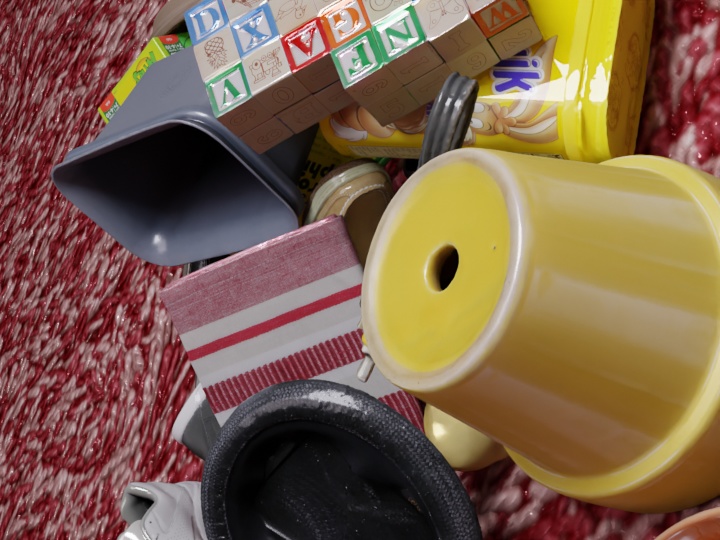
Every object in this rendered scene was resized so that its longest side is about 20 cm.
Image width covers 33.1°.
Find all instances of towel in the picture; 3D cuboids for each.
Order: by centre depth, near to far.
[{"bbox_3d":[-0.039,0.076,0.856,0.143,0.023,0.202,-21,99,14],"label":"towel"}]

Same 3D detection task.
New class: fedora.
[{"bbox_3d":[-0.005,0.161,0.806,0.198,0.091,0.203,3,97,20],"label":"fedora"}]

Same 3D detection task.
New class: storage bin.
[{"bbox_3d":[-0.109,-0.097,0.913,0.199,0.145,0.135,-11,45,46],"label":"storage bin"}]

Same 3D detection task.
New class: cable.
[{"bbox_3d":[0.047,-0.027,0.744,0.050,0.097,0.201,31,119,14],"label":"cable"}]

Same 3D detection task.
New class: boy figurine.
[{"bbox_3d":[0.069,0.035,0.826,0.125,0.064,0.202,126,143,-53],"label":"boy figurine"}]

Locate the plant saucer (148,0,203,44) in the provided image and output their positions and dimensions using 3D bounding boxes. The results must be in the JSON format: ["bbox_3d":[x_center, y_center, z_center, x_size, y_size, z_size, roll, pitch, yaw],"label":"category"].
[{"bbox_3d":[-0.103,-0.240,1.074,0.199,0.199,0.030,-29,89,46],"label":"plant saucer"}]

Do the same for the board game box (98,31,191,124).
[{"bbox_3d":[-0.131,-0.174,1.097,0.101,0.199,0.048,-41,81,38],"label":"board game box"}]

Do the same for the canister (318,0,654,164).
[{"bbox_3d":[0.081,-0.141,0.794,0.198,0.086,0.150,5,75,26],"label":"canister"}]

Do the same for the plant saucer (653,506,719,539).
[{"bbox_3d":[0.197,0.220,0.599,0.200,0.032,0.202,-29,54,47],"label":"plant saucer"}]

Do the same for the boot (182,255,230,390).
[{"bbox_3d":[-0.082,0.050,1.023,0.153,0.073,0.206,-8,84,52],"label":"boot"}]

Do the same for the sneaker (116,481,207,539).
[{"bbox_3d":[-0.161,0.255,1.032,0.078,0.099,0.200,-61,36,16],"label":"sneaker"}]

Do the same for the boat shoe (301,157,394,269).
[{"bbox_3d":[0.000,0.000,0.902,0.201,0.071,0.077,95,153,-58],"label":"boat shoe"}]

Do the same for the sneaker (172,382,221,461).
[{"bbox_3d":[-0.061,0.084,0.908,0.099,0.071,0.201,40,119,16],"label":"sneaker"}]

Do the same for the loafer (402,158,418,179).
[{"bbox_3d":[0.100,-0.136,0.863,0.201,0.063,0.072,-61,36,18],"label":"loafer"}]

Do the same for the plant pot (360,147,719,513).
[{"bbox_3d":[0.111,0.021,0.670,0.200,0.188,0.203,-29,52,46],"label":"plant pot"}]

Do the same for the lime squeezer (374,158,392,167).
[{"bbox_3d":[0.025,-0.137,0.944,0.201,0.070,0.038,92,178,-46],"label":"lime squeezer"}]

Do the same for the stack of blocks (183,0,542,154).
[{"bbox_3d":[-0.002,-0.153,0.754,0.199,0.059,0.116,-27,62,15],"label":"stack of blocks"}]

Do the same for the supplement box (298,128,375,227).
[{"bbox_3d":[-0.052,-0.121,1.032,0.201,0.109,0.109,-62,35,17],"label":"supplement box"}]
